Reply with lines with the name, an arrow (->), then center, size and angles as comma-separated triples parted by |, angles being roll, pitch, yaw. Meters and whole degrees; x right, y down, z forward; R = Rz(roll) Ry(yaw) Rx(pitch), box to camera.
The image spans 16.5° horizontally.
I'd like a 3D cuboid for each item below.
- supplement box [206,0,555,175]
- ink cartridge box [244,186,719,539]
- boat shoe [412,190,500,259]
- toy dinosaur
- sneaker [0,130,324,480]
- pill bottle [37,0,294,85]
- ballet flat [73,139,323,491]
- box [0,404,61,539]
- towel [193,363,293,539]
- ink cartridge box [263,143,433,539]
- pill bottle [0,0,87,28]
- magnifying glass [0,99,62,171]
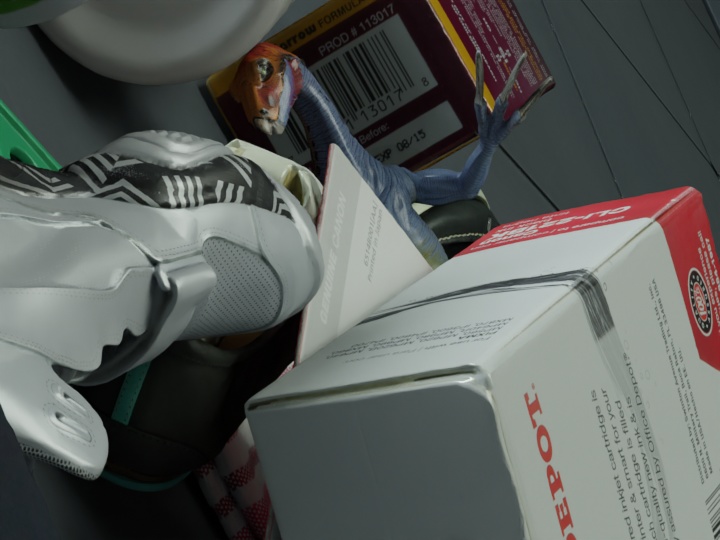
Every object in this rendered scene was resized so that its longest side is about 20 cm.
supplement box -> 0.015, -0.089, 1.173 | 0.086, 0.110, 0.200 | 60, 15, -2
ink cartridge box -> 0.058, 0.072, 0.784 | 0.200, 0.083, 0.145 | -33, 110, -61
boat shoe -> 0.049, 0.012, 1.171 | 0.066, 0.074, 0.199 | 52, 3, 15
toy dinosaur -> 0.000, 0.000, 0.997 | 0.182, 0.200, 0.105 | 49, 44, 6
sneaker -> -0.083, 0.022, 0.672 | 0.199, 0.075, 0.116 | 11, 53, -43
pill bottle -> -0.066, -0.151, 1.014 | 0.115, 0.114, 0.200 | 58, 15, -10
ballet flat -> -0.039, 0.001, 0.838 | 0.068, 0.069, 0.200 | 18, 28, 5
box -> -0.141, 0.037, 0.451 | 0.201, 0.104, 0.148 | 65, 15, 12
towel -> -0.002, 0.106, 0.921 | 0.201, 0.030, 0.146 | 60, 16, -4
ink cartridge box -> 0.004, 0.090, 0.813 | 0.176, 0.044, 0.201 | 48, 40, -43
pill bottle -> -0.142, -0.160, 0.680 | 0.200, 0.111, 0.112 | 36, 28, -46
magnifying glass -> -0.111, -0.026, 0.829 | 0.200, 0.022, 0.080 | 33, 31, -56
